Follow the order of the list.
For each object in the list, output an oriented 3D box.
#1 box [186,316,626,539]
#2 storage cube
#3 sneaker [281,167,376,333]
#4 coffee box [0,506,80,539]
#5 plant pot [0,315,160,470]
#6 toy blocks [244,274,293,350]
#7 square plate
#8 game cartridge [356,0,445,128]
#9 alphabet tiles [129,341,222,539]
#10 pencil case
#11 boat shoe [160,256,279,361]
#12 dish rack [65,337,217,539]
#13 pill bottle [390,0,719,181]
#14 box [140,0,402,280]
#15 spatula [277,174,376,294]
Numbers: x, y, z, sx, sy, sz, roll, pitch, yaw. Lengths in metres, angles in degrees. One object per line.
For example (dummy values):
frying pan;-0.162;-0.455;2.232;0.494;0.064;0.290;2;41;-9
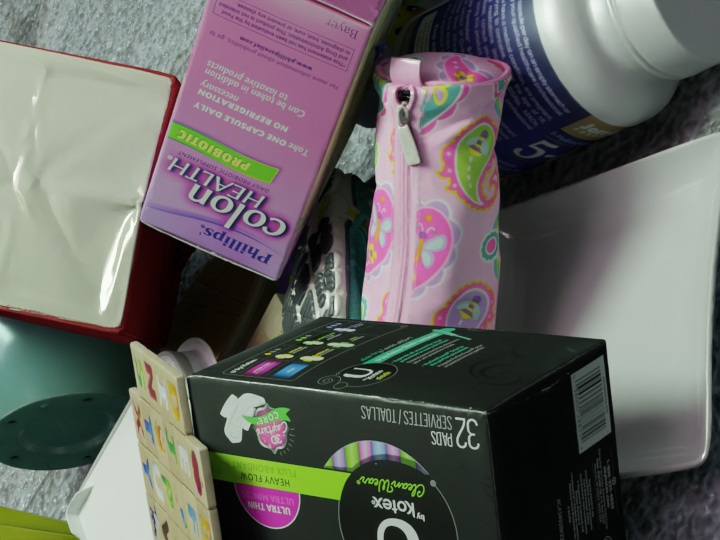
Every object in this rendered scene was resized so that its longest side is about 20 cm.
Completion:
box;0.025;0.115;1.013;0.199;0.124;0.150;3;107;37
storage cube;-0.207;-0.051;1.259;0.180;0.199;0.172;61;-139;-84
sneaker;0.000;0.000;1.207;0.200;0.079;0.078;-80;16;-57
coffee box;-0.311;0.276;1.348;0.197;0.199;0.201;-26;52;55
plant pot;-0.233;0.054;1.432;0.200;0.200;0.162;-37;54;34
toy blocks;-0.035;0.117;1.220;0.137;0.099;0.200;-61;40;25
square plate;0.135;0.037;1.090;0.199;0.028;0.199;-19;54;46
game cartridge;0.030;-0.174;1.270;0.200;0.133;0.041;-38;49;34
alphabet tiles;-0.105;0.131;1.082;0.200;0.006;0.168;-161;62;-71
pencil case;0.041;-0.029;1.095;0.087;0.087;0.201;28;120;56
boat shoe;-0.102;0.077;1.341;0.073;0.069;0.201;15;79;46
dish rack;-0.134;0.161;1.233;0.200;0.043;0.172;-56;44;35
pill bottle;0.124;-0.134;1.133;0.199;0.119;0.120;-22;52;45
box;-0.042;-0.132;1.151;0.176;0.096;0.201;-67;-1;-50
spatula;-0.027;-0.023;1.349;0.200;0.020;0.057;-40;42;30
